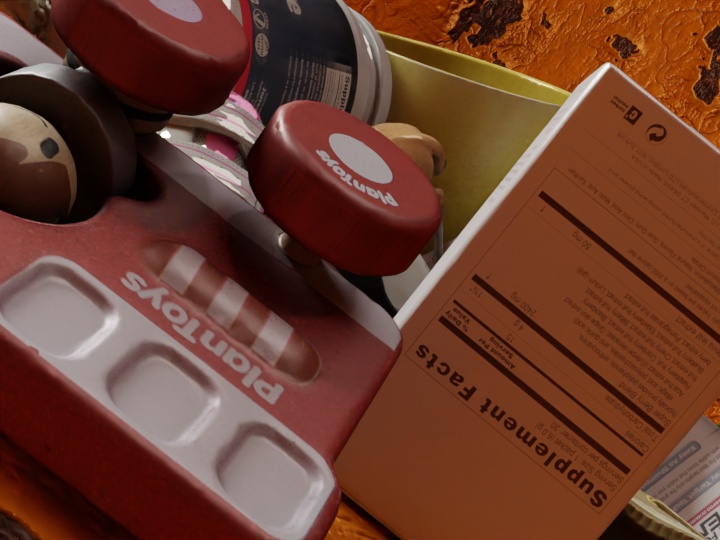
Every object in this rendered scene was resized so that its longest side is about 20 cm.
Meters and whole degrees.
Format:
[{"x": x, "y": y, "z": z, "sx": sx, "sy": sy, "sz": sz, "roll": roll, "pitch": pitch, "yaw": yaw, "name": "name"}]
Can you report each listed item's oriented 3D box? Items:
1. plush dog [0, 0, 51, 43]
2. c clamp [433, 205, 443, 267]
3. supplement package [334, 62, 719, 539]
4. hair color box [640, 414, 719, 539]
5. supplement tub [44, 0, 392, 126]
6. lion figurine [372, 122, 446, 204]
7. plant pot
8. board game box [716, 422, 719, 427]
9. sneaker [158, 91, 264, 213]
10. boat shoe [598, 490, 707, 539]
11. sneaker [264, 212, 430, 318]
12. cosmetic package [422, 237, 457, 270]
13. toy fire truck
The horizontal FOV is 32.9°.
[{"x": -0.201, "y": -0.194, "z": 0.837, "sx": 0.200, "sy": 0.160, "sz": 0.172, "roll": 41, "pitch": 25, "yaw": -19, "name": "plush dog"}, {"x": 0.070, "y": 0.023, "z": 0.736, "sx": 0.027, "sy": 0.172, "sz": 0.200, "roll": -1, "pitch": -4, "yaw": -13, "name": "c clamp"}, {"x": 0.084, "y": 0.029, "z": 0.535, "sx": 0.120, "sy": 0.200, "sz": 0.121, "roll": 39, "pitch": 7, "yaw": 1, "name": "supplement package"}, {"x": 0.182, "y": 0.129, "z": 0.806, "sx": 0.200, "sy": 0.099, "sz": 0.061, "roll": 47, "pitch": -12, "yaw": 47, "name": "hair color box"}, {"x": -0.082, "y": -0.125, "z": 0.759, "sx": 0.140, "sy": 0.141, "sz": 0.200, "roll": 42, "pitch": 20, "yaw": 25, "name": "supplement tub"}, {"x": -0.016, "y": -0.051, "z": 0.729, "sx": 0.073, "sy": 0.199, "sz": 0.123, "roll": 54, "pitch": -22, "yaw": 15, "name": "lion figurine"}, {"x": 0.061, "y": -0.085, "z": 0.917, "sx": 0.199, "sy": 0.143, "sz": 0.200, "roll": 16, "pitch": 16, "yaw": -5, "name": "plant pot"}, {"x": 0.256, "y": 0.179, "z": 0.885, "sx": 0.048, "sy": 0.101, "sz": 0.200, "roll": 59, "pitch": 5, "yaw": -5, "name": "board game box"}, {"x": -0.081, "y": -0.042, "z": 0.558, "sx": 0.081, "sy": 0.088, "sz": 0.200, "roll": 31, "pitch": 9, "yaw": -24, "name": "sneaker"}, {"x": 0.152, "y": 0.154, "z": 0.632, "sx": 0.200, "sy": 0.074, "sz": 0.066, "roll": 41, "pitch": 12, "yaw": 10, "name": "boat shoe"}, {"x": -0.005, "y": 0.004, "z": 0.680, "sx": 0.200, "sy": 0.074, "sz": 0.089, "roll": 45, "pitch": 25, "yaw": -43, "name": "sneaker"}, {"x": 0.124, "y": -0.003, "z": 0.807, "sx": 0.050, "sy": 0.199, "sz": 0.083, "roll": 3, "pitch": 66, "yaw": -49, "name": "cosmetic package"}, {"x": -0.075, "y": -0.007, "z": 0.372, "sx": 0.200, "sy": 0.112, "sz": 0.168, "roll": 39, "pitch": 25, "yaw": -1, "name": "toy fire truck"}]
